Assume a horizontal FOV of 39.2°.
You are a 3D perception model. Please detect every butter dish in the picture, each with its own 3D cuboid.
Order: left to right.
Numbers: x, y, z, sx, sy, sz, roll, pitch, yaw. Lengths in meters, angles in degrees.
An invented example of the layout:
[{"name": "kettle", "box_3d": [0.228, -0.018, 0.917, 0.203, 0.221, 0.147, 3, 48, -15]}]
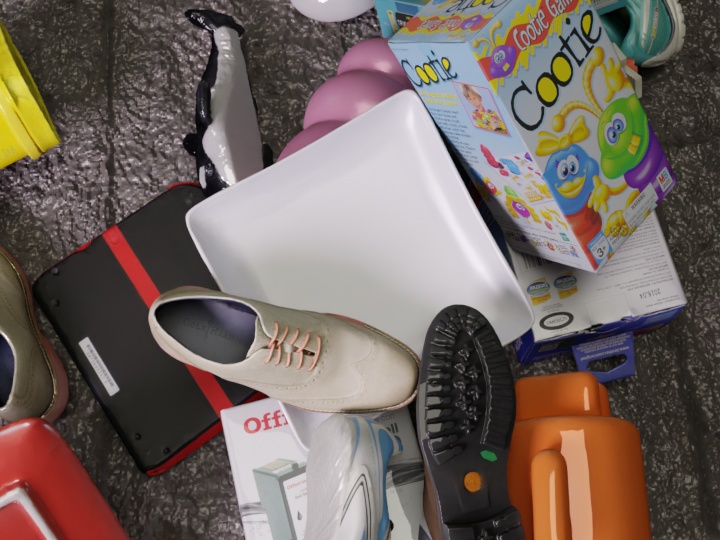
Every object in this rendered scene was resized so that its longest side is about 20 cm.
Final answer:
[{"name": "butter dish", "box_3d": [-0.274, 0.206, 0.728, 0.198, 0.148, 0.202, -31, 116, -13]}]

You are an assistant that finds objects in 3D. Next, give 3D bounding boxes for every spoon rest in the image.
[{"name": "spoon rest", "box_3d": [0.022, -0.298, 0.959, 0.197, 0.061, 0.101, -18, 71, 6]}]

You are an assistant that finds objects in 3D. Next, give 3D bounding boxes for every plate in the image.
[{"name": "plate", "box_3d": [0.000, 0.000, 0.751, 0.197, 0.032, 0.202, -29, 87, -4]}]

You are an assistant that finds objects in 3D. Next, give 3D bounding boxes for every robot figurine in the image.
[{"name": "robot figurine", "box_3d": [0.154, 0.180, 0.739, 0.114, 0.144, 0.204, 4, 70, -14]}]

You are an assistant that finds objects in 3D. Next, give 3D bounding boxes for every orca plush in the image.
[{"name": "orca plush", "box_3d": [-0.136, -0.135, 0.882, 0.070, 0.105, 0.203, -21, 73, 21]}]

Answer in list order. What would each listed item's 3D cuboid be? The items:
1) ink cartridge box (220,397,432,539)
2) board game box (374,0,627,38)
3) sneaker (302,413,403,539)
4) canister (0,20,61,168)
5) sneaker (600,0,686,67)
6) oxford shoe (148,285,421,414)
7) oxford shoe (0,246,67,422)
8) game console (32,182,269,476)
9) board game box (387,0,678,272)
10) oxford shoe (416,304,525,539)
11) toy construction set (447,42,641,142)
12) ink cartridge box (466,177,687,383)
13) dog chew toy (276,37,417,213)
[{"name": "ink cartridge box", "box_3d": [-0.017, 0.190, 0.767, 0.143, 0.084, 0.203, -14, 72, -7]}, {"name": "board game box", "box_3d": [0.110, -0.231, 0.864, 0.149, 0.200, 0.048, -21, 112, -9]}, {"name": "sneaker", "box_3d": [-0.013, 0.201, 0.685, 0.072, 0.072, 0.204, 19, 77, -27]}, {"name": "canister", "box_3d": [-0.366, -0.117, 0.840, 0.198, 0.087, 0.149, -29, 46, -8]}, {"name": "sneaker", "box_3d": [0.229, -0.278, 0.935, 0.078, 0.078, 0.203, -17, 72, -19]}, {"name": "oxford shoe", "box_3d": [-0.052, 0.058, 0.692, 0.196, 0.074, 0.072, 11, 85, -1]}, {"name": "oxford shoe", "box_3d": [-0.303, 0.031, 0.803, 0.070, 0.074, 0.201, -39, 75, 1]}, {"name": "game console", "box_3d": [-0.155, 0.041, 0.846, 0.176, 0.031, 0.201, -35, 75, -7]}, {"name": "board game box", "box_3d": [0.128, -0.115, 0.734, 0.103, 0.104, 0.201, -44, 119, -15]}, {"name": "oxford shoe", "box_3d": [0.066, 0.127, 0.708, 0.071, 0.084, 0.204, 0, 82, -13]}, {"name": "toy construction set", "box_3d": [0.143, -0.175, 0.881, 0.196, 0.131, 0.094, -12, 112, -16]}, {"name": "ink cartridge box", "box_3d": [0.181, -0.008, 0.847, 0.134, 0.077, 0.203, -13, 71, -5]}, {"name": "dog chew toy", "box_3d": [0.000, -0.108, 0.852, 0.122, 0.125, 0.203, 16, 67, 3]}]
